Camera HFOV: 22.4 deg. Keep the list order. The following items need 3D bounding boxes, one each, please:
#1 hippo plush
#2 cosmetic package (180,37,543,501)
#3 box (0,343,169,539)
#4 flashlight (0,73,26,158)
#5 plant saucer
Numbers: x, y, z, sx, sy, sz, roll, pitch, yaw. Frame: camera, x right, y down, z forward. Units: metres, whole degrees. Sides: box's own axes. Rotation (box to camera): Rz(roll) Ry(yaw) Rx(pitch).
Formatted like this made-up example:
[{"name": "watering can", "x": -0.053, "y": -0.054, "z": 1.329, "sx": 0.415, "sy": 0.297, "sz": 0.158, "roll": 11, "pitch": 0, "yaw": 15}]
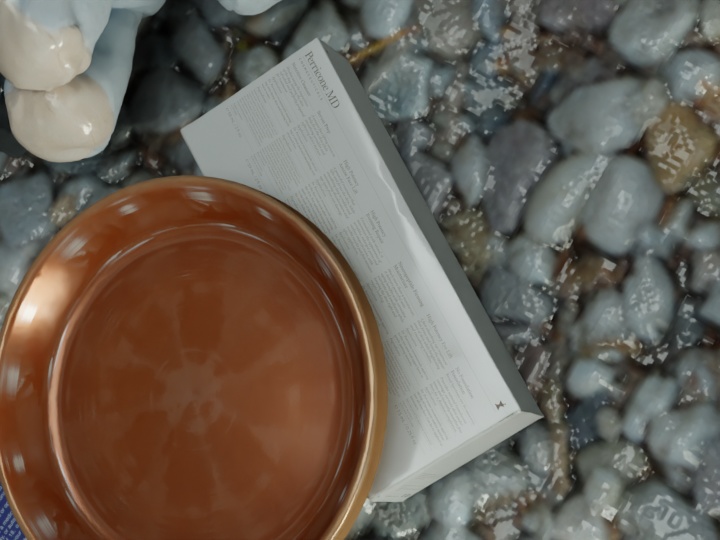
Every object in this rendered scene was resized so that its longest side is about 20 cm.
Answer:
[{"name": "hippo plush", "x": -0.096, "y": -0.143, "z": 0.868, "sx": 0.160, "sy": 0.200, "sz": 0.160, "roll": -10, "pitch": 111, "yaw": -7}, {"name": "cosmetic package", "x": 0.000, "y": 0.000, "z": 0.845, "sx": 0.082, "sy": 0.051, "sz": 0.201, "roll": -32, "pitch": 73, "yaw": 15}, {"name": "box", "x": -0.113, "y": 0.129, "z": 0.869, "sx": 0.200, "sy": 0.032, "sz": 0.122, "roll": 36, "pitch": 92, "yaw": 18}, {"name": "flashlight", "x": -0.225, "y": -0.106, "z": 0.853, "sx": 0.067, "sy": 0.200, "sz": 0.068, "roll": 5, "pitch": 83, "yaw": 18}, {"name": "plant saucer", "x": -0.078, "y": 0.058, "z": 0.827, "sx": 0.199, "sy": 0.032, "sz": 0.202, "roll": -2, "pitch": 84, "yaw": 23}]
